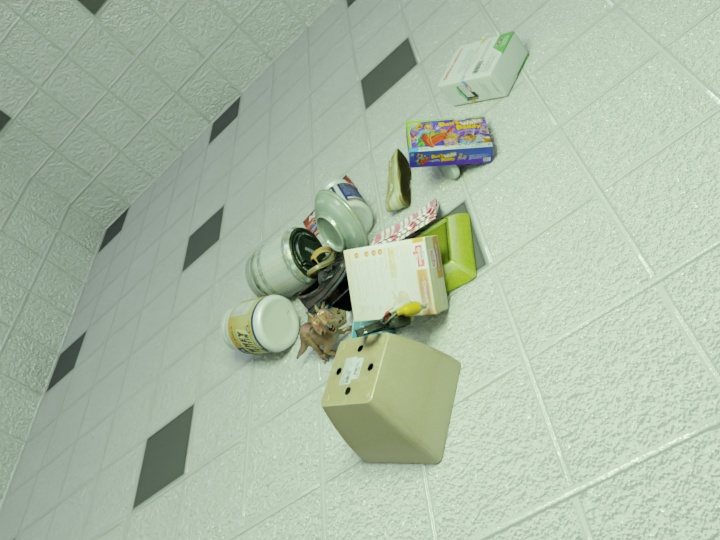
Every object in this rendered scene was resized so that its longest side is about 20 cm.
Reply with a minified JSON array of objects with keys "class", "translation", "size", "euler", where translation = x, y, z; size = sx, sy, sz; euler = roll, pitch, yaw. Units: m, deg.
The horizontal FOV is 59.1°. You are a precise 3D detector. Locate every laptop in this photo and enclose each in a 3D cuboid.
[{"class":"laptop","translation":[0.000,0.000,1.527],"size":[0.177,0.103,0.201],"euler":[-41,34,10]}]

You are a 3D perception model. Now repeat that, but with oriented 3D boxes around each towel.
[{"class":"towel","translation":[0.097,-0.103,1.504],"size":[0.197,0.030,0.147],"euler":[-31,9,15]}]

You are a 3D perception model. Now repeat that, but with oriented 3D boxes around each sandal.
[{"class":"sandal","translation":[-0.096,-0.037,1.668],"size":[0.080,0.054,0.200],"euler":[-35,8,30]}]

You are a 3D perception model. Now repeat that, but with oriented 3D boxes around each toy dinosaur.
[{"class":"toy dinosaur","translation":[-0.100,0.143,1.487],"size":[0.198,0.135,0.087],"euler":[-23,41,39]}]

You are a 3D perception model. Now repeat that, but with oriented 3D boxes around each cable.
[{"class":"cable","translation":[0.040,0.091,1.209],"size":[0.096,0.198,0.052],"euler":[-16,83,39]}]

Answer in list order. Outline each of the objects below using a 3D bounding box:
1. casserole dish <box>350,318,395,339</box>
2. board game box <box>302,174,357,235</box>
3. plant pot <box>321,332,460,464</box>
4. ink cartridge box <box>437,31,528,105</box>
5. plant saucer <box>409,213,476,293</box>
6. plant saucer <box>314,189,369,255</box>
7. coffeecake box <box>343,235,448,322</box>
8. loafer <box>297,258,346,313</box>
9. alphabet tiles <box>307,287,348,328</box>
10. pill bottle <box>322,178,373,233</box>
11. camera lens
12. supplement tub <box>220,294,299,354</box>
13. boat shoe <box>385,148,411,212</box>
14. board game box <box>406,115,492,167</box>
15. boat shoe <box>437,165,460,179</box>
[{"class":"casserole dish","translation":[0.025,0.125,1.439],"size":[0.120,0.039,0.203],"euler":[-27,38,33]},{"class":"board game box","translation":[-0.093,-0.195,1.929],"size":[0.200,0.019,0.103],"euler":[-47,31,8]},{"class":"plant pot","translation":[0.044,0.225,1.182],"size":[0.197,0.177,0.203],"euler":[-14,47,43]},{"class":"ink cartridge box","translation":[0.320,-0.527,1.672],"size":[0.198,0.084,0.147],"euler":[8,64,54]},{"class":"plant saucer","translation":[0.156,-0.028,1.414],"size":[0.198,0.048,0.203],"euler":[-31,37,30]},{"class":"plant saucer","translation":[-0.061,-0.104,1.593],"size":[0.050,0.203,0.199],"euler":[-37,26,-23]},{"class":"coffeecake box","translation":[0.073,0.019,1.336],"size":[0.196,0.073,0.158],"euler":[-8,92,31]},{"class":"loafer","translation":[-0.095,0.033,1.592],"size":[0.200,0.062,0.072],"euler":[-49,7,39]},{"class":"alphabet tiles","translation":[-0.077,0.084,1.639],"size":[0.166,0.008,0.202],"euler":[-35,36,24]},{"class":"pill bottle","translation":[-0.043,-0.174,1.751],"size":[0.116,0.115,0.201],"euler":[-44,32,10]},{"class":"camera lens","translation":[-0.203,-0.015,1.754],"size":[0.198,0.159,0.163],"euler":[-26,39,34]},{"class":"supplement tub","translation":[-0.272,0.147,1.694],"size":[0.198,0.144,0.147],"euler":[-12,48,46]},{"class":"boat shoe","translation":[0.094,-0.241,1.689],"size":[0.062,0.073,0.204],"euler":[-24,48,28]},{"class":"board game box","translation":[0.210,-0.311,1.529],"size":[0.195,0.045,0.136],"euler":[-4,44,2]},{"class":"boat shoe","translation":[0.208,-0.301,1.598],"size":[0.063,0.071,0.201],"euler":[-30,43,-1]}]
